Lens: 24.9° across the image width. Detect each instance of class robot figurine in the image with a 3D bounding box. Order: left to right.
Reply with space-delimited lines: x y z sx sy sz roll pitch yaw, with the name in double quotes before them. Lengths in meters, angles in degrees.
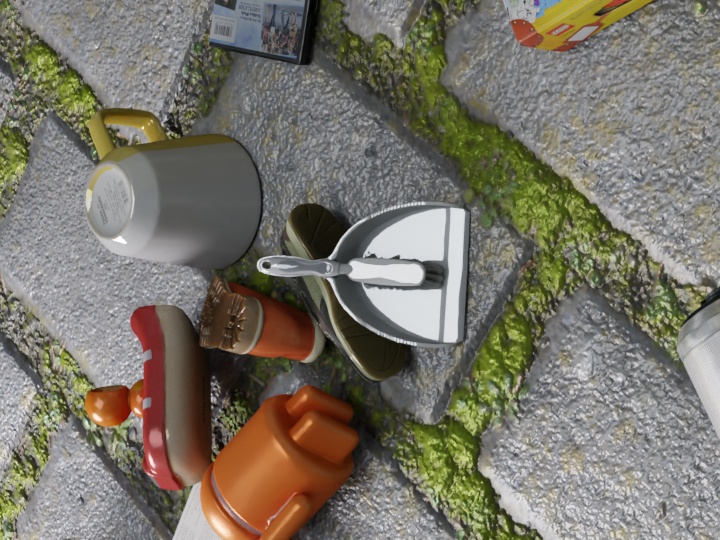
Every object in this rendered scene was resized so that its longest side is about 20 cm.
"robot figurine" -0.086 0.206 1.666 0.200 0.116 0.144 -48 69 23

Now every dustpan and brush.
"dustpan and brush" 0.000 0.000 1.582 0.199 0.057 0.140 3 92 21

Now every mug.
"mug" -0.224 -0.080 1.758 0.186 0.153 0.150 26 108 38

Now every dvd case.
"dvd case" -0.094 -0.326 1.726 0.142 0.018 0.201 17 101 39

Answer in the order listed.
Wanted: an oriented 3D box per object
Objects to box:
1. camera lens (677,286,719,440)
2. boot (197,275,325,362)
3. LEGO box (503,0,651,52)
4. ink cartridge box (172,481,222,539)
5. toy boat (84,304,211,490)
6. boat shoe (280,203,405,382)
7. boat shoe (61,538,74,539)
"camera lens" 0.349 0.096 1.257 0.160 0.160 0.201 -36 69 36
"boot" -0.107 0.058 1.713 0.200 0.107 0.075 -156 80 -67
"LEGO box" 0.210 -0.303 1.421 0.200 0.077 0.150 -28 73 38
"ink cartridge box" -0.127 0.341 1.760 0.200 0.050 0.161 35 113 31
"toy boat" -0.232 0.136 1.755 0.130 0.131 0.201 -5 66 4
"boat shoe" -0.021 0.029 1.645 0.201 0.072 0.066 61 147 17
"boat shoe" -0.285 0.381 1.883 0.200 0.065 0.074 44 113 8
